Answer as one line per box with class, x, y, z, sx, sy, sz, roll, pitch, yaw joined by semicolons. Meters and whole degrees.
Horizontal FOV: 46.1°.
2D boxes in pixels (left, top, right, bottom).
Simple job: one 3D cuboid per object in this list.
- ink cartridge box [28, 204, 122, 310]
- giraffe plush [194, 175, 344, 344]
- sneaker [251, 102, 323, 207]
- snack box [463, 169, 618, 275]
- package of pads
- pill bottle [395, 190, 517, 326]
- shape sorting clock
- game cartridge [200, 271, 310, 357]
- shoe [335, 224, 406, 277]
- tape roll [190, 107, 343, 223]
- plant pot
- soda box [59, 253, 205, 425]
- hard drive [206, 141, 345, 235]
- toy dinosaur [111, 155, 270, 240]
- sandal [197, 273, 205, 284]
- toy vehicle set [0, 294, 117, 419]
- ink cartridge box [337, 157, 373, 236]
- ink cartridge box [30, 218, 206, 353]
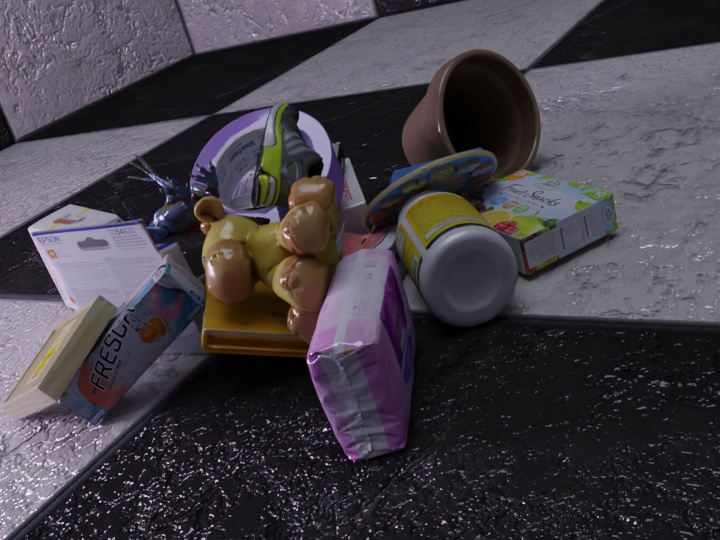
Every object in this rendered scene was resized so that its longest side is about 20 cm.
ink cartridge box;-0.409;-0.010;1.286;0.083;0.148;0.198;-33;28;-31
giraffe plush;-0.106;-0.018;0.935;0.158;0.177;0.200;2;12;5
sneaker;-0.086;-0.135;1.034;0.079;0.075;0.202;14;39;-11
snack box;0.211;-0.068;1.083;0.140;0.054;0.199;-24;23;-16
package of pads;0.007;0.075;0.836;0.074;0.123;0.201;-11;25;13
pill bottle;0.103;-0.025;0.994;0.110;0.115;0.201;-18;24;-2
shape sorting clock;0.094;-0.102;1.134;0.196;0.040;0.200;-18;-16;-5
game cartridge;-0.102;0.045;1.017;0.172;0.033;0.201;4;20;-10
shoe;0.000;0.000;1.076;0.089;0.073;0.200;-8;20;24
tape roll;-0.123;-0.117;1.122;0.195;0.066;0.204;-8;57;13
plant pot;0.155;-0.217;1.321;0.198;0.204;0.174;-31;8;-28
soda box;-0.267;0.081;0.983;0.200;0.063;0.069;-47;21;9
hard drive;-0.123;-0.119;1.209;0.195;0.038;0.141;-10;37;12
toy dinosaur;-0.237;-0.054;1.048;0.105;0.199;0.182;-49;0;-39
sandal;-0.165;0.015;1.147;0.196;0.082;0.054;-22;23;1
toy vehicle set;-0.361;0.106;1.004;0.199;0.026;0.126;-23;35;54
ink cartridge box;-0.085;-0.071;1.235;0.196;0.085;0.146;-18;35;-1
ink cartridge box;-0.293;0.017;1.071;0.195;0.203;0.041;-2;35;29
